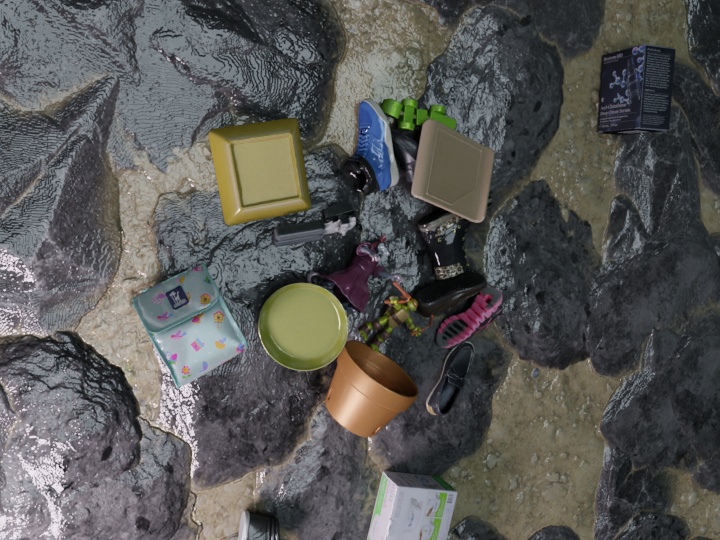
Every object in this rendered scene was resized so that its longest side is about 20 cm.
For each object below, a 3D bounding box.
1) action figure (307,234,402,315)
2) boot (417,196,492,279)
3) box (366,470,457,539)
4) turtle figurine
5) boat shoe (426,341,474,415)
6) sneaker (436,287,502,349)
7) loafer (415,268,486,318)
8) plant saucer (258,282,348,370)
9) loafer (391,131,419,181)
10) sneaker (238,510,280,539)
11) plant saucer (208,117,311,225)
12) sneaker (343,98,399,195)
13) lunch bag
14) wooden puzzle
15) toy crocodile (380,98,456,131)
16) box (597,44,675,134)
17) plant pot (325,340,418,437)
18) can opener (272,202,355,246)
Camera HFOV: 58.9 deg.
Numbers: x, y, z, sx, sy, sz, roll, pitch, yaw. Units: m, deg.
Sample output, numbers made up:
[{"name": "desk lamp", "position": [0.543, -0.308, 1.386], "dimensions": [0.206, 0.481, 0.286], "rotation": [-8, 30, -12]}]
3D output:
[{"name": "action figure", "position": [0.000, 0.000, 1.447], "dimensions": [0.201, 0.147, 0.135], "rotation": [-57, 140, -26]}, {"name": "boot", "position": [0.241, -0.083, 1.537], "dimensions": [0.201, 0.073, 0.156], "rotation": [-24, 109, -18]}, {"name": "box", "position": [0.124, 0.612, 1.559], "dimensions": [0.173, 0.096, 0.204], "rotation": [12, 92, -22]}, {"name": "turtle figurine", "position": [0.071, 0.106, 1.471], "dimensions": [0.160, 0.065, 0.200], "rotation": [-37, 137, 4]}, {"name": "boat shoe", "position": [0.231, 0.269, 1.579], "dimensions": [0.074, 0.062, 0.202], "rotation": [32, 83, -21]}, {"name": "sneaker", "position": [0.277, 0.134, 1.580], "dimensions": [0.199, 0.079, 0.096], "rotation": [-38, 142, -1]}, {"name": "loafer", "position": [0.215, 0.056, 1.551], "dimensions": [0.197, 0.073, 0.072], "rotation": [-19, 137, -20]}, {"name": "plant saucer", "position": [-0.124, 0.120, 1.400], "dimensions": [0.196, 0.031, 0.204], "rotation": [0, 106, -1]}, {"name": "loafer", "position": [0.128, -0.237, 1.468], "dimensions": [0.200, 0.068, 0.071], "rotation": [41, 73, -25]}, {"name": "sneaker", "position": [-0.229, 0.644, 1.430], "dimensions": [0.097, 0.071, 0.204], "rotation": [9, 89, -18]}, {"name": "plant saucer", "position": [-0.204, -0.210, 1.346], "dimensions": [0.196, 0.048, 0.204], "rotation": [-13, 101, -20]}, {"name": "sneaker", "position": [0.010, -0.268, 1.410], "dimensions": [0.110, 0.076, 0.203], "rotation": [-26, 112, -27]}, {"name": "lunch bag", "position": [-0.344, 0.105, 1.291], "dimensions": [0.168, 0.122, 0.203], "rotation": [-28, 98, -14]}, {"name": "wooden puzzle", "position": [0.210, -0.224, 1.457], "dimensions": [0.197, 0.037, 0.189], "rotation": [17, 76, -26]}, {"name": "toy crocodile", "position": [0.136, -0.349, 1.468], "dimensions": [0.197, 0.061, 0.069], "rotation": [6, 94, -28]}, {"name": "box", "position": [0.704, -0.457, 1.635], "dimensions": [0.105, 0.148, 0.204], "rotation": [-1, 97, -22]}, {"name": "plant pot", "position": [0.013, 0.274, 1.431], "dimensions": [0.198, 0.200, 0.141], "rotation": [28, 103, -23]}, {"name": "can opener", "position": [-0.101, -0.098, 1.409], "dimensions": [0.197, 0.053, 0.067], "rotation": [-16, 68, -22]}]
